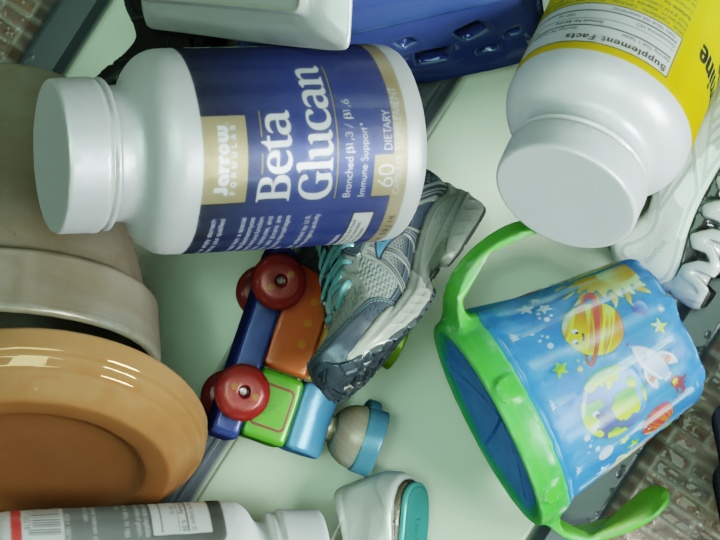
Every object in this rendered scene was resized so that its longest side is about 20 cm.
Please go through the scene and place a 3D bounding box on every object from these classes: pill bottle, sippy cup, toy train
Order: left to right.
[{"bbox_3d":[-0.120,0.197,1.123,0.198,0.114,0.115,-1,86,-12],"label":"pill bottle"},{"bbox_3d":[-0.073,-0.066,1.024,0.198,0.111,0.112,-4,85,-23],"label":"pill bottle"},{"bbox_3d":[-0.018,0.021,1.170,0.115,0.085,0.202,20,80,-10],"label":"toy train"},{"bbox_3d":[0.130,0.063,1.126,0.129,0.179,0.140,-28,49,-8],"label":"sippy cup"},{"bbox_3d":[0.152,-0.116,1.100,0.111,0.113,0.201,23,58,6],"label":"pill bottle"}]

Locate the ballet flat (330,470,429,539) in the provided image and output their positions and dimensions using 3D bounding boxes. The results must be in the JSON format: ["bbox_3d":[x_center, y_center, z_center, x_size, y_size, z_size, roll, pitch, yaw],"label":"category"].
[{"bbox_3d":[0.006,0.225,1.160,0.069,0.069,0.203,2,82,6],"label":"ballet flat"}]

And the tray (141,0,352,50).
[{"bbox_3d":[-0.071,-0.181,1.029,0.022,0.199,0.109,-3,102,-38],"label":"tray"}]

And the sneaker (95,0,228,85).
[{"bbox_3d":[-0.114,-0.108,1.144,0.075,0.091,0.201,1,53,20],"label":"sneaker"}]

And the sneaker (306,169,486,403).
[{"bbox_3d":[0.000,0.000,1.116,0.086,0.200,0.078,37,128,-4],"label":"sneaker"}]

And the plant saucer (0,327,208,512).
[{"bbox_3d":[-0.190,0.104,1.119,0.198,0.201,0.038,-5,53,5],"label":"plant saucer"}]

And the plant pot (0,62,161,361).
[{"bbox_3d":[-0.222,-0.024,1.144,0.198,0.200,0.176,-5,70,5],"label":"plant pot"}]

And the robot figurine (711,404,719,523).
[{"bbox_3d":[0.309,0.113,1.105,0.197,0.151,0.126,-4,64,6],"label":"robot figurine"}]

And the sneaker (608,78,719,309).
[{"bbox_3d":[0.216,-0.082,1.154,0.080,0.075,0.202,23,88,16],"label":"sneaker"}]

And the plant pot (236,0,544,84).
[{"bbox_3d":[0.002,-0.220,1.127,0.198,0.180,0.202,-11,86,4],"label":"plant pot"}]
